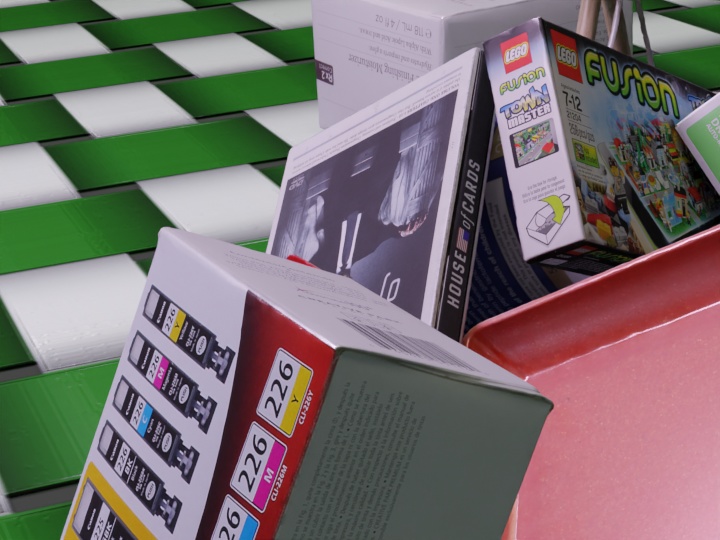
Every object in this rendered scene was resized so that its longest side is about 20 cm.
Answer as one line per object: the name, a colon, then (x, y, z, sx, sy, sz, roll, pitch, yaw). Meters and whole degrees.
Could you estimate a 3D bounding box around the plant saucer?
plant saucer: (0.125, 0.075, 0.666, 0.199, 0.037, 0.201, -25, 38, 30)

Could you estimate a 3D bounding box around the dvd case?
dvd case: (0.000, 0.000, 0.833, 0.150, 0.025, 0.201, -24, 44, 44)

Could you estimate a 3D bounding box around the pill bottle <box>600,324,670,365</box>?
pill bottle: (0.172, 0.068, 0.756, 0.108, 0.110, 0.199, -19, 24, -36)

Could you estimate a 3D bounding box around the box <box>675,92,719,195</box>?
box: (0.287, -0.037, 0.875, 0.097, 0.201, 0.176, -36, -5, 41)

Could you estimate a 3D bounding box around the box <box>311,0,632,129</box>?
box: (0.092, -0.179, 1.409, 0.199, 0.132, 0.198, -16, 24, -29)

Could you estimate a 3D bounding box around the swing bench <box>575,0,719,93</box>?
swing bench: (0.245, -0.141, 1.181, 0.198, 0.202, 0.129, 14, 26, 38)

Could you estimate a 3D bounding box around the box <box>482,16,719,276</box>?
box: (0.138, -0.049, 0.842, 0.035, 0.111, 0.199, -20, -18, 35)

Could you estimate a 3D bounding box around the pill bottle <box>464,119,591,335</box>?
pill bottle: (0.052, -0.013, 0.914, 0.199, 0.117, 0.116, -19, 8, 35)

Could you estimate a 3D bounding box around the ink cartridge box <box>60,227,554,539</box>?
ink cartridge box: (-0.047, 0.099, 0.558, 0.083, 0.202, 0.175, 16, 7, -32)
